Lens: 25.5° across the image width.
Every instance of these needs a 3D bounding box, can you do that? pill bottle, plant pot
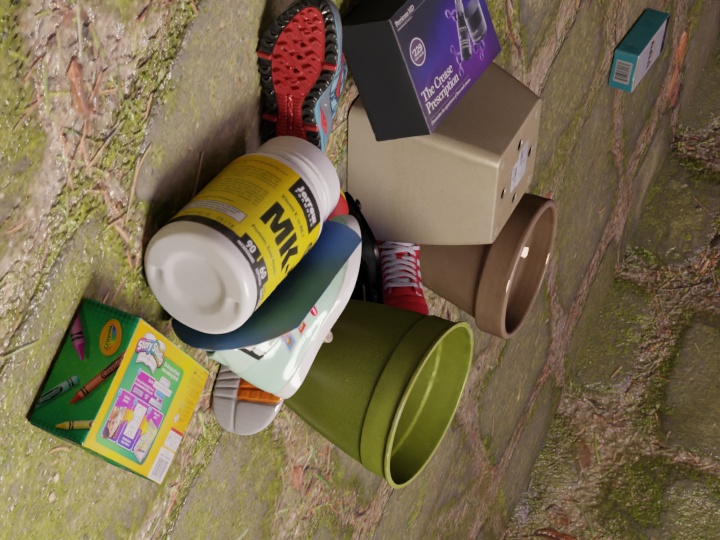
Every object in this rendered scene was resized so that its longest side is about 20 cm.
[{"bbox_3d":[-0.105,-0.040,1.487,0.200,0.114,0.114,-51,154,-47],"label":"pill bottle"},{"bbox_3d":[0.106,-0.144,1.891,0.200,0.177,0.200,-54,156,-40],"label":"plant pot"},{"bbox_3d":[-0.003,0.117,1.803,0.200,0.193,0.201,-51,154,-38],"label":"plant pot"},{"bbox_3d":[0.153,-0.028,2.148,0.200,0.174,0.200,-55,156,-38],"label":"plant pot"}]

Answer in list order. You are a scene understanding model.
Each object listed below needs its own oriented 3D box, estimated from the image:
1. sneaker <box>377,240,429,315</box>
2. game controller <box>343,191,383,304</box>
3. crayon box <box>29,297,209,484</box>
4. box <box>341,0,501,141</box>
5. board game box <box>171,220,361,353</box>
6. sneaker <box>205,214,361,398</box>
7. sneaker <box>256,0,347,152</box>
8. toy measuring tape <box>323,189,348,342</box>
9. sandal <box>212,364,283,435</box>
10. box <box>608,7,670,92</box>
[{"bbox_3d":[0.050,-0.009,1.958,0.200,0.071,0.113,-102,-165,-57],"label":"sneaker"},{"bbox_3d":[0.000,0.000,1.868,0.042,0.104,0.200,-27,145,-17],"label":"game controller"},{"bbox_3d":[-0.210,0.112,1.422,0.119,0.058,0.200,-67,162,-12],"label":"crayon box"},{"bbox_3d":[0.067,-0.254,1.745,0.200,0.079,0.141,-52,126,-45],"label":"box"},{"bbox_3d":[-0.086,0.026,1.534,0.200,0.158,0.039,-54,131,-41],"label":"board game box"},{"bbox_3d":[-0.081,0.019,1.607,0.074,0.118,0.201,19,-97,63],"label":"sneaker"},{"bbox_3d":[-0.054,-0.200,1.559,0.200,0.079,0.096,103,8,-47],"label":"sneaker"},{"bbox_3d":[-0.040,-0.026,1.695,0.074,0.073,0.200,-32,113,-63],"label":"toy measuring tape"},{"bbox_3d":[-0.094,0.077,1.694,0.059,0.079,0.207,7,100,-69],"label":"sandal"},{"bbox_3d":[0.538,-0.426,3.061,0.200,0.049,0.082,-50,153,-48],"label":"box"}]
